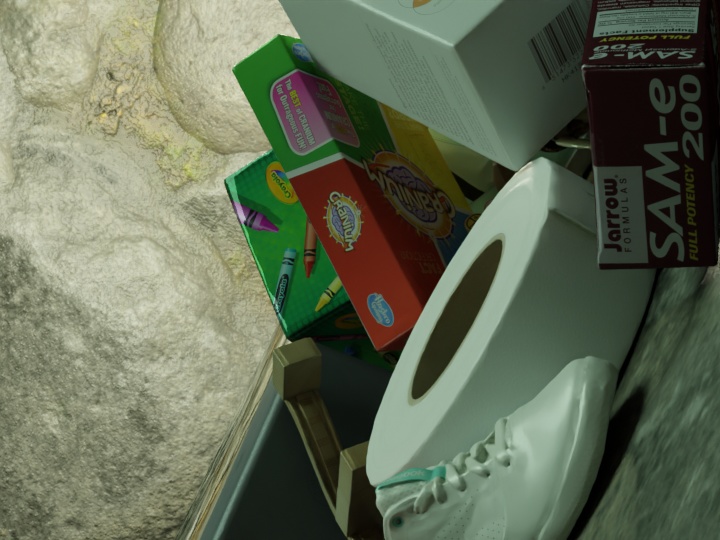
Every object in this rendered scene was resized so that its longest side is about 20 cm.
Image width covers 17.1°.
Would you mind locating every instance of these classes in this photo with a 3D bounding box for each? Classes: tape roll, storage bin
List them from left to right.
[{"bbox_3d":[-0.016,0.147,1.459,0.200,0.134,0.146,-65,6,-23],"label":"storage bin"},{"bbox_3d":[0.081,0.041,1.289,0.203,0.071,0.203,-59,8,14],"label":"tape roll"}]

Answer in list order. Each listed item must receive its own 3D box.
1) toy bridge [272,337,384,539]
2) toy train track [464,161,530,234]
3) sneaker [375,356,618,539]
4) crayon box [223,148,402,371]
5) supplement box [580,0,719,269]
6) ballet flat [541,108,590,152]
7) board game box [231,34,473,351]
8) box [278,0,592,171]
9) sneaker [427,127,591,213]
[{"bbox_3d":[0.000,0.125,1.362,0.200,0.027,0.067,56,155,38],"label":"toy bridge"},{"bbox_3d":[0.084,-0.003,1.465,0.115,0.032,0.201,61,-154,-47],"label":"toy train track"},{"bbox_3d":[0.054,0.114,1.178,0.200,0.088,0.075,-61,5,30],"label":"sneaker"},{"bbox_3d":[0.000,0.000,1.547,0.058,0.119,0.200,-31,-24,18],"label":"crayon box"},{"bbox_3d":[0.148,-0.096,1.176,0.200,0.061,0.109,-73,-22,-58],"label":"supplement box"},{"bbox_3d":[0.152,-0.109,1.447,0.200,0.070,0.066,159,102,-72],"label":"ballet flat"},{"bbox_3d":[0.014,-0.046,1.485,0.040,0.200,0.153,-34,-15,23],"label":"board game box"},{"bbox_3d":[0.054,-0.158,1.366,0.124,0.098,0.200,-42,40,-14],"label":"box"},{"bbox_3d":[0.106,-0.114,1.575,0.201,0.118,0.074,-61,4,17],"label":"sneaker"}]
